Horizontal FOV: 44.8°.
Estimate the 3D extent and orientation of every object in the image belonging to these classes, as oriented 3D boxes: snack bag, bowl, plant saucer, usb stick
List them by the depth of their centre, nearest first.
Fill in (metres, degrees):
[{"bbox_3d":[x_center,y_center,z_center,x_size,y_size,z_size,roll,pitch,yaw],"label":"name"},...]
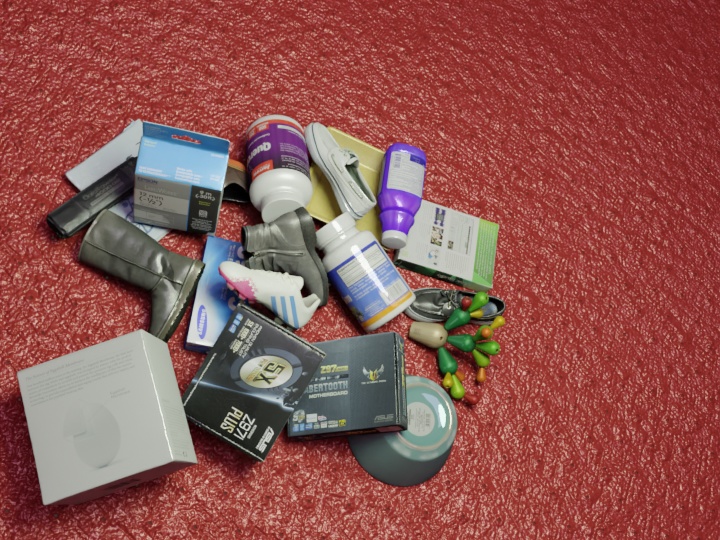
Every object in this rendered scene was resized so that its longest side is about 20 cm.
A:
[{"bbox_3d":[-0.441,-0.126,1.482,0.055,0.033,0.200,42,59,8],"label":"usb stick"},{"bbox_3d":[0.086,0.260,1.495,0.200,0.105,0.201,8,65,-18],"label":"bowl"},{"bbox_3d":[-0.392,-0.151,1.543,0.200,0.021,0.189,43,60,1],"label":"snack bag"},{"bbox_3d":[-0.010,-0.149,1.666,0.200,0.048,0.200,24,62,-10],"label":"plant saucer"}]

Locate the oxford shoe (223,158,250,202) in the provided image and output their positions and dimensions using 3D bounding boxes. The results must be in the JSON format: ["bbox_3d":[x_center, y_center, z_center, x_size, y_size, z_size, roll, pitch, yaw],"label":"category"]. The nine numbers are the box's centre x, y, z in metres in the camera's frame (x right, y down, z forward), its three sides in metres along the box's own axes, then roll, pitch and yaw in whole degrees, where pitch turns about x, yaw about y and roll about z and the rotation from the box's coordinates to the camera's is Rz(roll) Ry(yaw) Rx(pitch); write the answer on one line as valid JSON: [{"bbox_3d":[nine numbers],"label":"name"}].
[{"bbox_3d":[-0.271,-0.165,1.525,0.200,0.071,0.073,8,45,-42],"label":"oxford shoe"}]

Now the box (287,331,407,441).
[{"bbox_3d":[-0.023,0.194,1.451,0.199,0.051,0.158,-9,65,19],"label":"box"}]

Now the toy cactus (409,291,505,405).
[{"bbox_3d":[0.168,0.132,1.578,0.165,0.102,0.201,13,102,14],"label":"toy cactus"}]

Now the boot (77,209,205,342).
[{"bbox_3d":[-0.378,0.016,1.447,0.200,0.073,0.182,24,78,-3],"label":"boot"}]

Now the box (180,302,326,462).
[{"bbox_3d":[-0.175,0.177,1.403,0.164,0.086,0.200,32,84,-3],"label":"box"}]

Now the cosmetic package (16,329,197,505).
[{"bbox_3d":[-0.374,0.220,1.295,0.199,0.123,0.201,-18,75,2],"label":"cosmetic package"}]

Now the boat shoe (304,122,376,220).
[{"bbox_3d":[-0.030,-0.192,1.602,0.200,0.067,0.074,61,31,3],"label":"boat shoe"}]

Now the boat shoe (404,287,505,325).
[{"bbox_3d":[0.179,0.064,1.633,0.199,0.066,0.070,11,65,-16],"label":"boat shoe"}]

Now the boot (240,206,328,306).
[{"bbox_3d":[-0.135,-0.008,1.515,0.131,0.070,0.200,-22,119,-15],"label":"boot"}]

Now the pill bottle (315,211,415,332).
[{"bbox_3d":[0.000,0.000,1.557,0.112,0.112,0.200,-35,90,-29],"label":"pill bottle"}]

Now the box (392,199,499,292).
[{"bbox_3d":[0.168,-0.051,1.698,0.199,0.036,0.145,17,63,-11],"label":"box"}]

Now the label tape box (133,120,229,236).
[{"bbox_3d":[-0.297,-0.146,1.439,0.143,0.200,0.066,11,58,-8],"label":"label tape box"}]

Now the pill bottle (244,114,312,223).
[{"bbox_3d":[-0.147,-0.177,1.567,0.112,0.113,0.200,4,50,-18],"label":"pill bottle"}]

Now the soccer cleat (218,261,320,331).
[{"bbox_3d":[-0.150,0.025,1.462,0.086,0.070,0.200,-47,129,5],"label":"soccer cleat"}]

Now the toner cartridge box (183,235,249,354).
[{"bbox_3d":[-0.237,0.045,1.503,0.095,0.043,0.201,12,65,-14],"label":"toner cartridge box"}]

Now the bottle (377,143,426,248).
[{"bbox_3d":[0.074,-0.138,1.628,0.083,0.065,0.201,14,64,-13],"label":"bottle"}]
